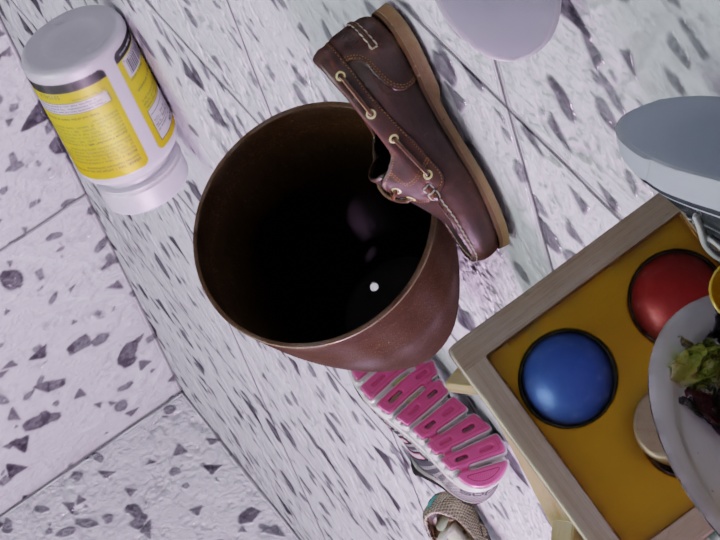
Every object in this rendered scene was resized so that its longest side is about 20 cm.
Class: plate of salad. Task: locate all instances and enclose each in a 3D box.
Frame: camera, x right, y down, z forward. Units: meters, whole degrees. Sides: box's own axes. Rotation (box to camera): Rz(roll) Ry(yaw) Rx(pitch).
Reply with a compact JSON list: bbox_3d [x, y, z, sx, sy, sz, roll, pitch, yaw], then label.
[{"bbox_3d":[0.224,0.082,1.228,0.200,0.200,0.048,52,133,20],"label":"plate of salad"}]

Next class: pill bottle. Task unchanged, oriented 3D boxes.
[{"bbox_3d":[-0.256,-0.161,2.711,0.114,0.114,0.200,42,162,51],"label":"pill bottle"}]

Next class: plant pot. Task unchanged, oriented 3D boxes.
[{"bbox_3d":[0.000,0.000,1.972,0.187,0.187,0.200,50,-178,29],"label":"plant pot"}]

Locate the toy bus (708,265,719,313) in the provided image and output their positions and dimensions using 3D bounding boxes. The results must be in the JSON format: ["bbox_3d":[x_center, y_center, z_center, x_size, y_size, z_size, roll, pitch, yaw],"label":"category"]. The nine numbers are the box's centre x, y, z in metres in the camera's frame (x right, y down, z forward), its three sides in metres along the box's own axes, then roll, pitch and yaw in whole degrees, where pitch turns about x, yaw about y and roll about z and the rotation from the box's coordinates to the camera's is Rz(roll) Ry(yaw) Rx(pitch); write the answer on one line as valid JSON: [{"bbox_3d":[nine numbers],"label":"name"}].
[{"bbox_3d":[0.261,0.063,1.136,0.200,0.136,0.192,53,-175,25],"label":"toy bus"}]

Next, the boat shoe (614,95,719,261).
[{"bbox_3d":[0.192,-0.027,1.260,0.199,0.073,0.068,28,137,50],"label":"boat shoe"}]

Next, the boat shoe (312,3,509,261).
[{"bbox_3d":[0.033,-0.083,1.803,0.200,0.070,0.070,60,168,-24],"label":"boat shoe"}]

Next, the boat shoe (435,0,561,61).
[{"bbox_3d":[0.050,-0.205,1.410,0.200,0.071,0.070,58,-163,-29],"label":"boat shoe"}]

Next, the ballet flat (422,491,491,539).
[{"bbox_3d":[0.117,0.306,2.543,0.200,0.068,0.075,58,-154,0],"label":"ballet flat"}]

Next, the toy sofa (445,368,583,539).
[{"bbox_3d":[0.151,0.122,1.900,0.083,0.098,0.200,5,133,44],"label":"toy sofa"}]

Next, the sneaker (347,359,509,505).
[{"bbox_3d":[0.055,0.132,2.318,0.200,0.074,0.088,46,160,25],"label":"sneaker"}]

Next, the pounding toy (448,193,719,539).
[{"bbox_3d":[0.178,0.070,1.386,0.200,0.184,0.142,54,-179,11],"label":"pounding toy"}]
